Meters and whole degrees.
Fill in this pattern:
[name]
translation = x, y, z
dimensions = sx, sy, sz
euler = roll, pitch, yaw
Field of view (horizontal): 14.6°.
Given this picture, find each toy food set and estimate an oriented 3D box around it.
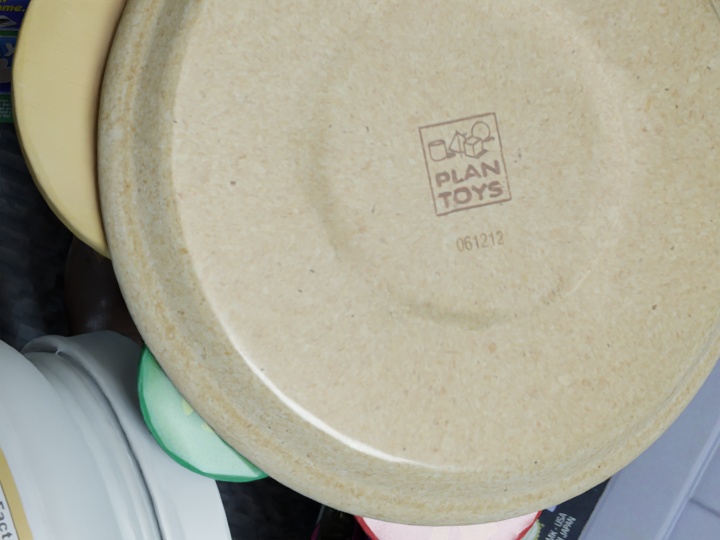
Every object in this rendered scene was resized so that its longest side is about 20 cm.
[toy food set]
translation = 0.018, -0.025, 0.754
dimensions = 0.200, 0.049, 0.199
euler = -29, 97, -21

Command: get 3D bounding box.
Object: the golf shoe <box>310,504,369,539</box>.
[golf shoe]
translation = 0.013, 0.114, 0.863
dimensions = 0.072, 0.092, 0.201
euler = 15, 86, -2

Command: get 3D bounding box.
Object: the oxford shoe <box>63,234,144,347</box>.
[oxford shoe]
translation = 0.000, 0.000, 0.873
dimensions = 0.199, 0.071, 0.073
euler = 0, 112, -24

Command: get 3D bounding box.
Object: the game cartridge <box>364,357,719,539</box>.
[game cartridge]
translation = 0.089, 0.047, 0.809
dimensions = 0.129, 0.038, 0.200
euler = 28, 69, 8

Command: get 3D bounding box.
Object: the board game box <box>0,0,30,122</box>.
[board game box]
translation = -0.055, -0.089, 0.800
dimensions = 0.199, 0.135, 0.029
euler = 0, 57, -27

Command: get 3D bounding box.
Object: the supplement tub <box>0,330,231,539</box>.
[supplement tub]
translation = -0.146, 0.096, 0.746
dimensions = 0.199, 0.145, 0.145
euler = -13, 96, -27
